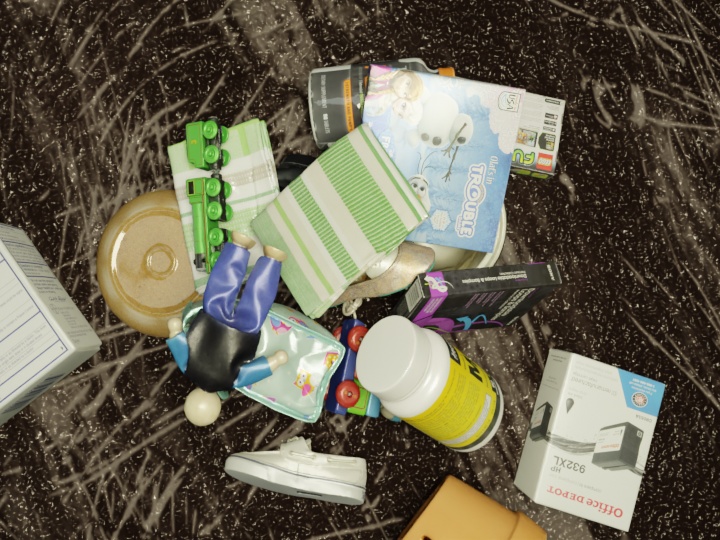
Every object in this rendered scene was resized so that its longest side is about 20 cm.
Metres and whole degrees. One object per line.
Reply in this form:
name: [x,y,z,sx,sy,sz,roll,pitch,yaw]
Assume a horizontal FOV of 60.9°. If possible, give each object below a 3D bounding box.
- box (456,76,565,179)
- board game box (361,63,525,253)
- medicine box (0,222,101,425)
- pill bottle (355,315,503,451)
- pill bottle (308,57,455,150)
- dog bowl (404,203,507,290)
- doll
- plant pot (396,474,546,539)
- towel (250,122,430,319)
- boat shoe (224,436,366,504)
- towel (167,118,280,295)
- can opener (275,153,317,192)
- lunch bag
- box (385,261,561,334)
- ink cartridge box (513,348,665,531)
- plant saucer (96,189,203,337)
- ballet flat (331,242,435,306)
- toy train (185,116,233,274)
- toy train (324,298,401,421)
box: [0.191,-0.208,0.889,0.193,0.035,0.114,11,87,-4]
board game box: [0.091,-0.138,0.772,0.192,0.044,0.207,7,106,-4]
medicine box: [-0.477,0.074,0.792,0.180,0.103,0.202,-36,90,-5]
pill bottle: [0.089,0.145,0.782,0.199,0.113,0.116,37,84,-38]
pill bottle: [0.032,-0.226,0.828,0.193,0.106,0.110,-5,88,6]
dog bowl: [0.101,-0.065,0.857,0.193,0.074,0.208,0,88,-4]
doll: [-0.139,0.068,0.661,0.133,0.048,0.206,22,84,-9]
plant pot: [0.125,0.366,0.790,0.139,0.200,0.201,40,85,15]
towel: [-0.029,-0.060,0.745,0.199,0.023,0.155,-39,76,19]
boat shoe: [-0.085,0.265,0.838,0.193,0.072,0.072,10,59,0]
towel: [-0.173,-0.084,0.812,0.144,0.031,0.207,-14,88,5]
can opener: [-0.135,-0.125,0.857,0.193,0.080,0.065,6,126,-1]
lunch bag: [-0.135,0.096,0.773,0.195,0.170,0.125,23,86,-14]
box: [0.143,0.041,0.800,0.193,0.144,0.037,-6,65,-18]
ink cartridge box: [0.316,0.231,0.854,0.141,0.084,0.206,17,86,-4]
plant saucer: [-0.272,-0.011,0.845,0.193,0.035,0.208,0,87,-4]
ballet flat: [0.000,0.000,0.782,0.196,0.069,0.067,-21,129,30]
toy train: [-0.195,-0.093,0.786,0.055,0.042,0.208,-4,87,18]
toy train: [0.023,0.102,0.848,0.113,0.084,0.207,16,79,-20]
